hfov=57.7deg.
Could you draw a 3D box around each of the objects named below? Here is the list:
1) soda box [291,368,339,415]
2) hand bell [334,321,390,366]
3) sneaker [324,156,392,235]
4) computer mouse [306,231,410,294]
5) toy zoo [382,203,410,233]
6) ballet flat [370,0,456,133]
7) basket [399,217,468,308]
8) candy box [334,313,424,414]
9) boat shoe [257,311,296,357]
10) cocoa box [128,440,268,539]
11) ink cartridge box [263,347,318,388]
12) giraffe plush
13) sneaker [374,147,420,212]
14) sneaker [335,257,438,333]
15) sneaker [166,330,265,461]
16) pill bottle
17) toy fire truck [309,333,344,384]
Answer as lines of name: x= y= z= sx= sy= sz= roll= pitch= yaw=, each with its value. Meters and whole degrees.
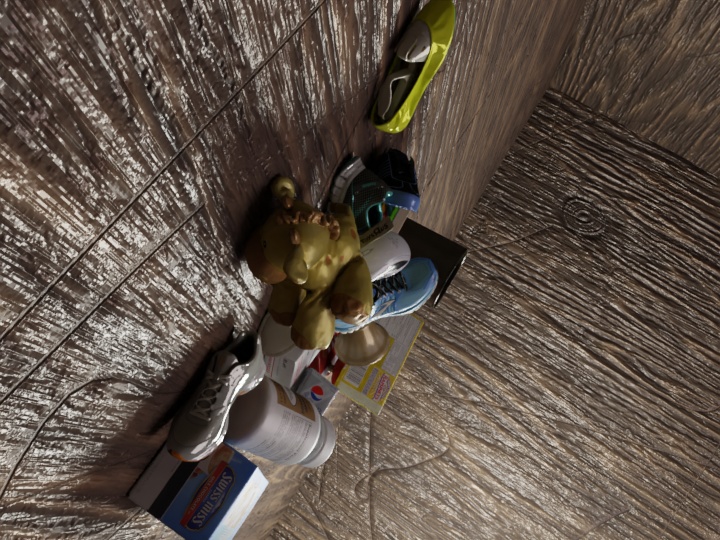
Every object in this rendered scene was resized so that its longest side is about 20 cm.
soda box: x=-0.113 y=0.233 z=1.246 sx=0.064 sy=0.068 sz=0.200 roll=-55 pitch=-168 yaw=-21
hand bell: x=-0.014 y=0.060 z=1.118 sx=0.104 sy=0.103 sz=0.202 roll=-51 pitch=144 yaw=-34
sneaker: x=-0.010 y=-0.073 z=1.011 sx=0.078 sy=0.091 sz=0.201 roll=-47 pitch=165 yaw=-42
computer mouse: x=-0.011 y=-0.012 z=0.941 sx=0.198 sy=0.110 sz=0.044 roll=-26 pitch=159 yaw=-23
toy zoo: x=0.058 y=-0.112 z=1.216 sx=0.132 sy=0.020 sz=0.201 roll=-61 pitch=-169 yaw=25
ballet flat: x=0.067 y=-0.278 z=0.899 sx=0.066 sy=0.067 sz=0.202 roll=-14 pitch=140 yaw=-45
basket: x=0.103 y=-0.034 z=1.351 sx=0.137 sy=0.199 sz=0.181 roll=-55 pitch=168 yaw=-13
candy box: x=0.036 y=0.159 z=1.243 sx=0.202 sy=0.102 sz=0.026 roll=-61 pitch=-162 yaw=-16
boat shoe: x=-0.094 y=0.050 z=1.022 sx=0.201 sy=0.071 sz=0.060 roll=-55 pitch=-173 yaw=19
cocoa box: x=-0.230 y=0.325 z=0.976 sx=0.134 sy=0.130 sz=0.201 roll=-54 pitch=169 yaw=-21
ink cartridge box: x=-0.114 y=0.130 z=1.154 sx=0.201 sy=0.066 sz=0.116 roll=-52 pitch=168 yaw=-35
giraffe plush: x=-0.068 y=-0.017 z=0.794 sx=0.201 sy=0.173 sz=0.162 roll=-50 pitch=149 yaw=9
sneaker: x=0.059 y=-0.152 z=1.065 sx=0.200 sy=0.069 sz=0.079 roll=-120 pitch=-133 yaw=-69
sneaker: x=0.031 y=0.040 z=1.013 sx=0.198 sy=0.079 sz=0.090 roll=-28 pitch=166 yaw=5
sneaker: x=-0.195 y=0.157 z=0.876 sx=0.093 sy=0.075 sz=0.201 roll=100 pitch=14 yaw=-44
pill bottle: x=-0.130 y=0.250 z=1.059 sx=0.115 sy=0.114 sz=0.200 roll=-57 pitch=136 yaw=-8
toy fire truck: x=-0.055 y=0.136 z=1.384 sx=0.200 sy=0.111 sz=0.170 roll=-47 pitch=146 yaw=-50
